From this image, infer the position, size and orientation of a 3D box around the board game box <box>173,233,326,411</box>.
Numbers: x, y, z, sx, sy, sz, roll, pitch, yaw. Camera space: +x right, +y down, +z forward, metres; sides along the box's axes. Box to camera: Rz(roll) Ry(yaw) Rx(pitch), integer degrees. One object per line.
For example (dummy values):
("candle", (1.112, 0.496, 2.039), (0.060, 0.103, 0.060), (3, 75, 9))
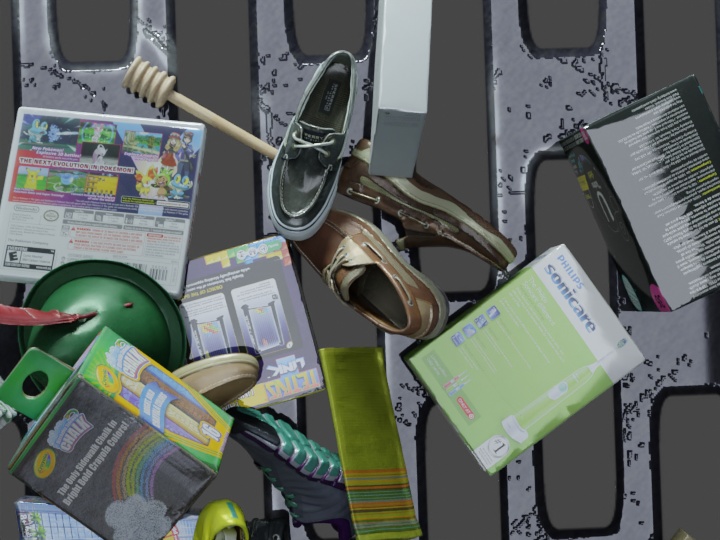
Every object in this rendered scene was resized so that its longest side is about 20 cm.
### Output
("board game box", (-0.149, 0.067, 1.655), (0.198, 0.057, 0.167), (-15, 91, -1))

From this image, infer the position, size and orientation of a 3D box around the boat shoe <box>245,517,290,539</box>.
("boat shoe", (-0.075, 0.347, 1.643), (0.065, 0.074, 0.201), (-16, 80, 9))

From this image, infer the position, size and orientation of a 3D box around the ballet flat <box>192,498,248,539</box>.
("ballet flat", (-0.148, 0.328, 1.597), (0.066, 0.067, 0.202), (7, 98, -28))

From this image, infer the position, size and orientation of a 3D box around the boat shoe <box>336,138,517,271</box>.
("boat shoe", (0.064, -0.050, 1.661), (0.202, 0.075, 0.075), (35, 91, 11))

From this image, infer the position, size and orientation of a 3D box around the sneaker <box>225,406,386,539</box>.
("sneaker", (-0.068, 0.214, 1.628), (0.199, 0.074, 0.088), (31, 97, -22))

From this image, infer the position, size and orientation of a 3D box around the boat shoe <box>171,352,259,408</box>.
("boat shoe", (-0.182, 0.149, 1.583), (0.199, 0.071, 0.065), (-29, 59, 7))

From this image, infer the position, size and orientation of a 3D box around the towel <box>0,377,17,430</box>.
("towel", (-0.406, 0.109, 1.585), (0.031, 0.200, 0.150), (-37, 89, -33))

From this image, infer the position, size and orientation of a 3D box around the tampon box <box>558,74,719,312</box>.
("tampon box", (0.306, -0.072, 1.628), (0.125, 0.150, 0.202), (-25, 90, -3))

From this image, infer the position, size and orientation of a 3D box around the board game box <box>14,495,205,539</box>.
("board game box", (-0.235, 0.315, 1.644), (0.198, 0.062, 0.202), (-10, 89, -2))

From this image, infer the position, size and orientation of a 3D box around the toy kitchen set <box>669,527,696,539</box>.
("toy kitchen set", (0.333, 0.400, 1.604), (0.163, 0.180, 0.201), (39, 92, -2))

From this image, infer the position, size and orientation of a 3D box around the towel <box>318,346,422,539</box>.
("towel", (0.010, 0.175, 1.632), (0.086, 0.018, 0.202), (3, 70, -44))

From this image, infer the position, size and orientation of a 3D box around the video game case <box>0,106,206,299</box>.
("video game case", (-0.266, -0.070, 1.639), (0.198, 0.023, 0.184), (6, 75, 6))

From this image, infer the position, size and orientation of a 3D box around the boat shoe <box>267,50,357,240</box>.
("boat shoe", (-0.050, -0.132, 1.633), (0.071, 0.071, 0.202), (12, 73, 2))

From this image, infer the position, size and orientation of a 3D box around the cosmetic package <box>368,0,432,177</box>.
("cosmetic package", (0.040, -0.214, 1.593), (0.051, 0.151, 0.202), (5, 70, -4))

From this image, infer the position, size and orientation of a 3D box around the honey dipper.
("honey dipper", (-0.152, -0.157, 1.670), (0.199, 0.038, 0.038), (29, 88, -3))

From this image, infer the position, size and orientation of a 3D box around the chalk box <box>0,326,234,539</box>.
("chalk box", (-0.235, 0.146, 1.481), (0.199, 0.124, 0.125), (38, 107, -8))

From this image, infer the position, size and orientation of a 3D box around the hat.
("hat", (-0.280, 0.085, 1.529), (0.198, 0.176, 0.168), (2, 101, 7))

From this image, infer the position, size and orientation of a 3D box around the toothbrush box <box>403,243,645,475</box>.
("toothbrush box", (0.165, 0.090, 1.651), (0.199, 0.086, 0.146), (-37, 90, -2))

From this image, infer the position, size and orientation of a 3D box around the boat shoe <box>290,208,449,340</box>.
("boat shoe", (0.000, 0.000, 1.622), (0.199, 0.072, 0.076), (34, 112, 27))
